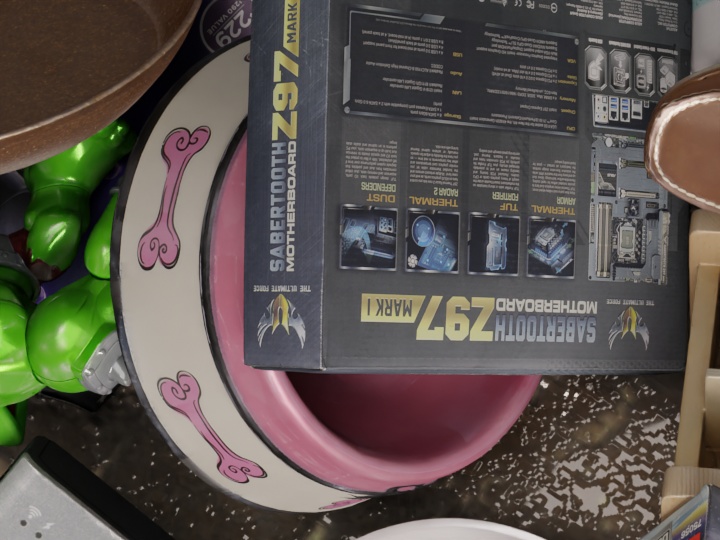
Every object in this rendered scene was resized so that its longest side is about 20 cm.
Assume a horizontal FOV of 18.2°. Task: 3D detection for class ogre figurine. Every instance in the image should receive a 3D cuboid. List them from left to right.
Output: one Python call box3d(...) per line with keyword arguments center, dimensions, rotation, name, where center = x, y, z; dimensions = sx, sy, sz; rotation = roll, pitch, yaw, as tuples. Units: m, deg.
box3d(center=(-0.155, 0.002, 0.928), dimensions=(0.198, 0.098, 0.121), rotation=(-1, 63, -2), name="ogre figurine")

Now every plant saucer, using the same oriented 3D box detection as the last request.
box3d(center=(-0.157, -0.091, 0.926), dimensions=(0.198, 0.037, 0.201), rotation=(-7, 37, 5), name="plant saucer")

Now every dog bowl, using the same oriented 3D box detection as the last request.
box3d(center=(0.000, 0.000, 0.909), dimensions=(0.073, 0.199, 0.202), rotation=(-1, 77, 51), name="dog bowl")

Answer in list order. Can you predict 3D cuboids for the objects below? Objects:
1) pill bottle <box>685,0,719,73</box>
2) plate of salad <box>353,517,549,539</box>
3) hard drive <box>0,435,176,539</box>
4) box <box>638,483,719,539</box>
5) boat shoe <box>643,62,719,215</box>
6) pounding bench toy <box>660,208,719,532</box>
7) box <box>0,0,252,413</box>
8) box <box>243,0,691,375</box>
box3d(center=(0.186, -0.179, 0.943), dimensions=(0.110, 0.111, 0.202), rotation=(-4, 80, 12), name="pill bottle")
box3d(center=(0.047, 0.199, 0.939), dimensions=(0.198, 0.048, 0.202), rotation=(4, 101, 19), name="plate of salad")
box3d(center=(-0.143, 0.186, 0.951), dimensions=(0.139, 0.033, 0.200), rotation=(39, 107, -7), name="hard drive")
box3d(center=(0.169, 0.165, 0.835), dimensions=(0.199, 0.137, 0.040), rotation=(27, 47, -15), name="box")
box3d(center=(0.196, -0.033, 0.805), dimensions=(0.198, 0.072, 0.076), rotation=(10, 109, 18), name="boat shoe")
box3d(center=(0.189, 0.090, 0.897), dimensions=(0.123, 0.201, 0.157), rotation=(3, 48, 12), name="pounding bench toy")
box3d(center=(-0.108, -0.058, 1.011), dimensions=(0.141, 0.079, 0.200), rotation=(44, 92, 14), name="box")
box3d(center=(0.046, -0.039, 0.868), dimensions=(0.051, 0.199, 0.159), rotation=(-1, 88, 50), name="box")
